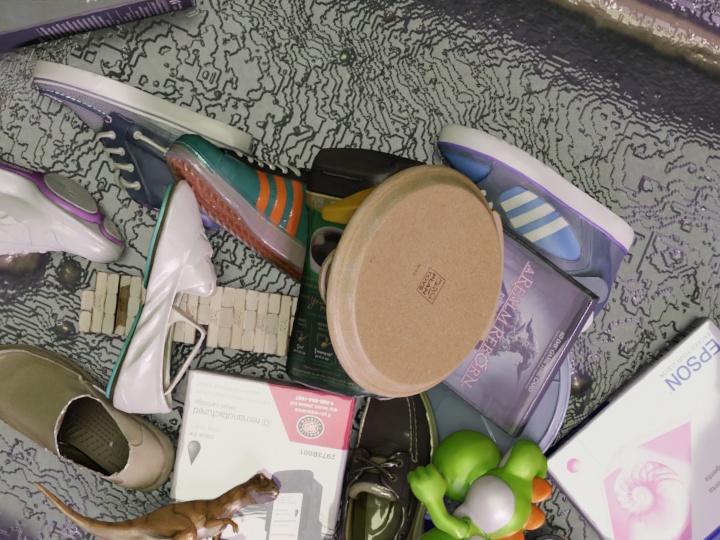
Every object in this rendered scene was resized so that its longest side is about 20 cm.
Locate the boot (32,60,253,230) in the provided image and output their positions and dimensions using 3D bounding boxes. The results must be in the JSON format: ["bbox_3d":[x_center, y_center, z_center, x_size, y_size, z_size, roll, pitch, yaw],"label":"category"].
[{"bbox_3d":[-0.197,-0.108,1.732,0.199,0.073,0.091,21,88,-4],"label":"boot"}]

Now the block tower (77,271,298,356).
[{"bbox_3d":[-0.140,0.038,1.742,0.198,0.058,0.054,7,90,-3],"label":"block tower"}]

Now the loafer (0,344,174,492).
[{"bbox_3d":[-0.249,0.120,1.715,0.199,0.068,0.076,26,88,16],"label":"loafer"}]

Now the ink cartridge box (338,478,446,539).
[{"bbox_3d":[0.025,0.285,1.756,0.094,0.037,0.202,3,87,-1],"label":"ink cartridge box"}]

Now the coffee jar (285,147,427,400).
[{"bbox_3d":[0.000,0.000,1.680,0.104,0.085,0.202,14,101,37],"label":"coffee jar"}]

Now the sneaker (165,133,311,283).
[{"bbox_3d":[-0.081,-0.066,1.715,0.200,0.071,0.080,41,72,-35],"label":"sneaker"}]

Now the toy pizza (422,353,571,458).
[{"bbox_3d":[0.092,0.082,1.728,0.199,0.032,0.202,4,99,30],"label":"toy pizza"}]

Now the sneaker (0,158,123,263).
[{"bbox_3d":[-0.301,-0.044,1.741,0.199,0.075,0.100,24,107,-1],"label":"sneaker"}]

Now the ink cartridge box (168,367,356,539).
[{"bbox_3d":[-0.089,0.194,1.726,0.144,0.084,0.202,9,90,0],"label":"ink cartridge box"}]

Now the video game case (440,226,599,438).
[{"bbox_3d":[0.087,0.025,1.695,0.200,0.019,0.143,37,113,22],"label":"video game case"}]

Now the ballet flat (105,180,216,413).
[{"bbox_3d":[-0.154,0.027,1.679,0.069,0.069,0.201,17,99,-2],"label":"ballet flat"}]

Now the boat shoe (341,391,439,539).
[{"bbox_3d":[0.020,0.186,1.705,0.071,0.066,0.202,2,82,26],"label":"boat shoe"}]

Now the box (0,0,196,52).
[{"bbox_3d":[-0.253,-0.280,1.716,0.199,0.107,0.150,-14,90,-1],"label":"box"}]

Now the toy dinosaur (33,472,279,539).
[{"bbox_3d":[-0.162,0.217,1.666,0.198,0.061,0.107,-9,64,-3],"label":"toy dinosaur"}]

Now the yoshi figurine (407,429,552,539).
[{"bbox_3d":[0.069,0.212,1.666,0.112,0.112,0.200,42,76,-6],"label":"yoshi figurine"}]

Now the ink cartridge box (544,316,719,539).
[{"bbox_3d":[0.292,0.178,1.762,0.196,0.043,0.200,-41,89,-2],"label":"ink cartridge box"}]

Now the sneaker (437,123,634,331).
[{"bbox_3d":[0.125,-0.019,1.738,0.199,0.081,0.147,32,84,-7],"label":"sneaker"}]

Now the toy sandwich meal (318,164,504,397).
[{"bbox_3d":[0.037,0.003,1.599,0.204,0.070,0.207,-14,112,-39],"label":"toy sandwich meal"}]

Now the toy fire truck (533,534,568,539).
[{"bbox_3d":[0.167,0.351,1.713,0.200,0.129,0.176,43,70,6],"label":"toy fire truck"}]
